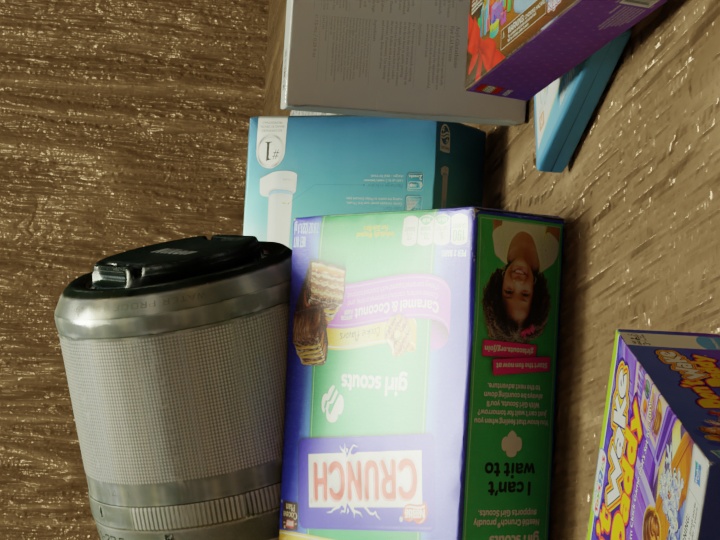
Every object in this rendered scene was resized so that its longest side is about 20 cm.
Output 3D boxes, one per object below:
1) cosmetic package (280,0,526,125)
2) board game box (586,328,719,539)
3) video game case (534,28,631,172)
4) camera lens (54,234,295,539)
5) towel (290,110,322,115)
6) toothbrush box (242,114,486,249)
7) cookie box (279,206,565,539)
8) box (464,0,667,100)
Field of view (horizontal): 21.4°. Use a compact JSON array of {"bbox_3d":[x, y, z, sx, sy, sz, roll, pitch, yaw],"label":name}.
[{"bbox_3d":[0.031,-0.194,1.173,0.052,0.149,0.202,-162,76,-84],"label":"cosmetic package"},{"bbox_3d":[0.120,0.140,0.725,0.135,0.044,0.202,-109,24,-72],"label":"board game box"},{"bbox_3d":[0.114,-0.175,1.032,0.143,0.018,0.202,109,163,-62],"label":"video game case"},{"bbox_3d":[-0.098,0.085,1.187,0.160,0.159,0.202,-130,30,-80],"label":"camera lens"},{"bbox_3d":[-0.010,-0.117,1.746,0.200,0.085,0.167,110,161,-60],"label":"towel"},{"bbox_3d":[0.000,0.000,1.282,0.085,0.145,0.202,11,-100,-62],"label":"toothbrush box"},{"bbox_3d":[0.031,0.069,1.082,0.171,0.075,0.202,-1,86,53],"label":"cookie box"},{"bbox_3d":[0.102,-0.174,0.928,0.200,0.039,0.138,148,129,-72],"label":"box"}]
